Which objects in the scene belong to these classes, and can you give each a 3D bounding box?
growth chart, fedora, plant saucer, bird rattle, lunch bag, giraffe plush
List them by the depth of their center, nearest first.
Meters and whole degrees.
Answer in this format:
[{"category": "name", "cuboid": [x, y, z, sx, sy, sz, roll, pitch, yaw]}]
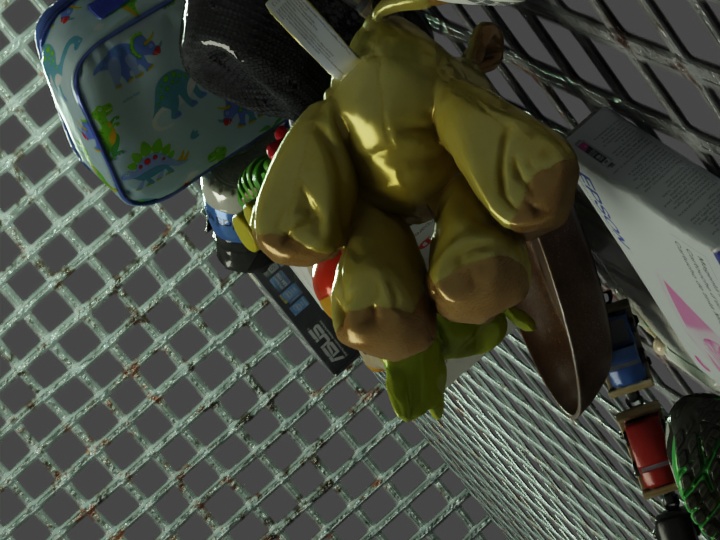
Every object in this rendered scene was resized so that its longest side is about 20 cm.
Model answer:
[{"category": "giraffe plush", "cuboid": [0.035, -0.062, 1.246, 0.200, 0.172, 0.162, 65, -163, 8]}, {"category": "plant saucer", "cuboid": [0.111, -0.008, 1.420, 0.200, 0.034, 0.201, 161, 90, -84]}, {"category": "growth chart", "cuboid": [0.181, 0.015, 1.428, 0.200, 0.018, 0.145, 53, 172, -35]}, {"category": "bird rattle", "cuboid": [0.000, 0.000, 1.430, 0.200, 0.113, 0.163, 51, 160, -3]}, {"category": "fedora", "cuboid": [-0.053, -0.146, 1.433, 0.200, 0.092, 0.201, 22, 172, 3]}, {"category": "lunch bag", "cuboid": [-0.121, -0.156, 1.628, 0.082, 0.200, 0.161, 42, 160, 42]}]

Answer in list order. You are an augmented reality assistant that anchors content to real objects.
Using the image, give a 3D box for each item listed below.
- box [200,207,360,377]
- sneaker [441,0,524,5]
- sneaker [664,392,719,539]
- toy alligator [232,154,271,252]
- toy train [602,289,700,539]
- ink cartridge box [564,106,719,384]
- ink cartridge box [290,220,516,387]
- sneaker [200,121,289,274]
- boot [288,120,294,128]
[{"category": "box", "cuboid": [-0.017, -0.032, 1.882, 0.049, 0.161, 0.200, 42, 170, 47]}, {"category": "sneaker", "cuboid": [0.015, -0.198, 1.074, 0.080, 0.076, 0.200, 30, 169, 46]}, {"category": "sneaker", "cuboid": [0.238, 0.136, 1.463, 0.085, 0.078, 0.200, 46, 179, 46]}, {"category": "toy alligator", "cuboid": [-0.052, -0.058, 1.572, 0.054, 0.059, 0.200, 58, 162, 1]}, {"category": "toy train", "cuboid": [0.181, 0.110, 1.458, 0.046, 0.034, 0.201, -20, -88, -78]}, {"category": "ink cartridge box", "cuboid": [0.206, 0.025, 1.204, 0.196, 0.043, 0.200, 54, 174, -36]}, {"category": "ink cartridge box", "cuboid": [0.043, -0.016, 1.620, 0.083, 0.147, 0.200, 53, 172, -26]}, {"category": "sneaker", "cuboid": [-0.065, -0.083, 1.747, 0.077, 0.200, 0.111, 9, 135, 12]}, {"category": "boot", "cuboid": [0.008, -0.093, 1.517, 0.200, 0.090, 0.073, -142, 35, -78]}]
